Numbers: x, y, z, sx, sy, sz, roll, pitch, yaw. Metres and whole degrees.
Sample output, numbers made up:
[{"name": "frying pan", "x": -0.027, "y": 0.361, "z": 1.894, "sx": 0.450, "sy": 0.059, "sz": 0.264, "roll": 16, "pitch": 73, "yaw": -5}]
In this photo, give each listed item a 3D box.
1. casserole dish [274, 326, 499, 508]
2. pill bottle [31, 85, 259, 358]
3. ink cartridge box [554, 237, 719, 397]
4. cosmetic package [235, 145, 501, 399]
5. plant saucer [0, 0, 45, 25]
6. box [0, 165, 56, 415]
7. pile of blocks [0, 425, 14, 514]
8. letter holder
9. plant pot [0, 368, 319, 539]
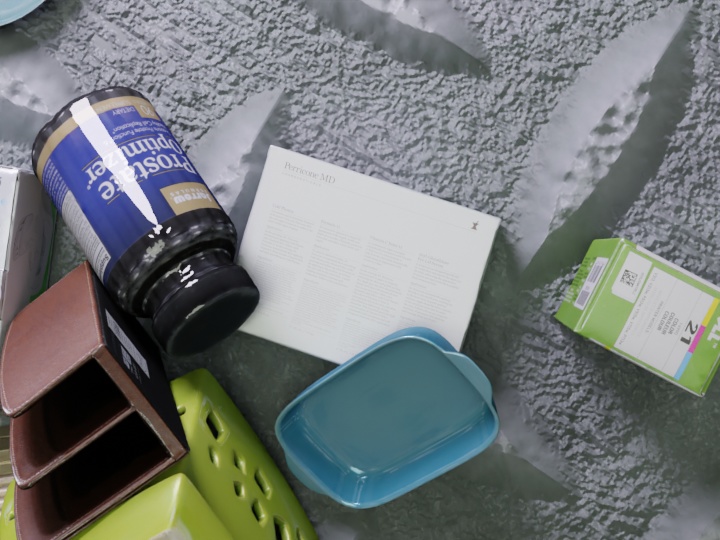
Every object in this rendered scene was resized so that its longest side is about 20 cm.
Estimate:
[{"name": "casserole dish", "x": 0.022, "y": 0.114, "z": 0.824, "sx": 0.199, "sy": 0.039, "sz": 0.121, "roll": -35, "pitch": 107, "yaw": 31}, {"name": "pill bottle", "x": -0.166, "y": -0.036, "z": 0.817, "sx": 0.111, "sy": 0.112, "sz": 0.201, "roll": -38, "pitch": 72, "yaw": 5}, {"name": "ink cartridge box", "x": 0.257, "y": 0.053, "z": 0.781, "sx": 0.198, "sy": 0.148, "sz": 0.077, "roll": 28, "pitch": 94, "yaw": 4}, {"name": "cosmetic package", "x": 0.000, "y": 0.000, "z": 0.854, "sx": 0.197, "sy": 0.052, "sz": 0.153, "roll": 18, "pitch": 95, "yaw": 5}, {"name": "plant saucer", "x": -0.328, "y": -0.306, "z": 0.893, "sx": 0.196, "sy": 0.027, "sz": 0.204, "roll": 0, "pitch": 91, "yaw": 5}, {"name": "box", "x": -0.358, "y": 0.006, "z": 0.866, "sx": 0.173, "sy": 0.097, "sz": 0.204, "roll": 7, "pitch": 91, "yaw": 5}, {"name": "pile of blocks", "x": -0.310, "y": 0.229, "z": 0.858, "sx": 0.061, "sy": 0.083, "sz": 0.203, "roll": -7, "pitch": 57, "yaw": -5}, {"name": "letter holder", "x": -0.223, "y": 0.097, "z": 0.767, "sx": 0.141, "sy": 0.200, "sz": 0.101, "roll": -36, "pitch": 113, "yaw": -4}, {"name": "plant pot", "x": -0.153, "y": 0.228, "z": 0.783, "sx": 0.198, "sy": 0.182, "sz": 0.201, "roll": -30, "pitch": 107, "yaw": 5}]
